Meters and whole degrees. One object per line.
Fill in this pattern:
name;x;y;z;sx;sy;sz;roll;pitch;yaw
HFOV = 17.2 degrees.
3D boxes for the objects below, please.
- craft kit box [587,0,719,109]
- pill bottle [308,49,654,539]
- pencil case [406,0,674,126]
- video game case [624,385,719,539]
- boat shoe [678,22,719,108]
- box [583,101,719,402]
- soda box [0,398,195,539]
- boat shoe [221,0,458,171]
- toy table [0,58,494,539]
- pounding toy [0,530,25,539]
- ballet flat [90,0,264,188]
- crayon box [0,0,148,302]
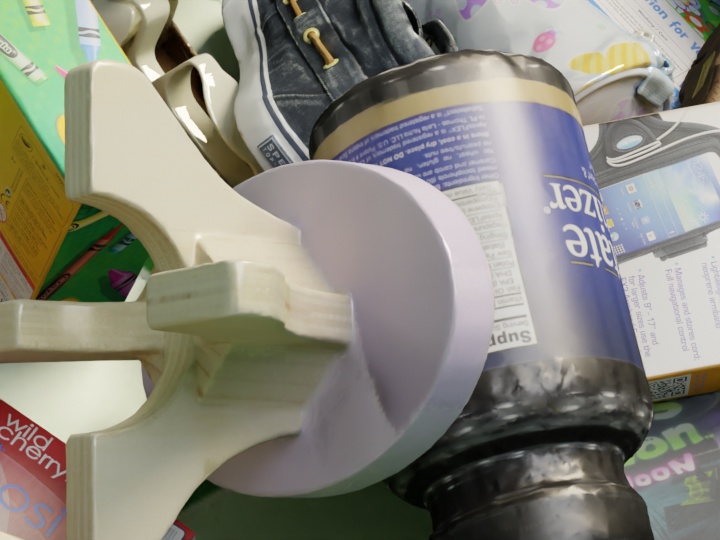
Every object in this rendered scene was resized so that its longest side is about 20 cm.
craft kit box;0.185;-0.141;1.259;0.197;0.049;0.200;-32;74;-34
pill bottle;0.050;0.025;0.925;0.111;0.112;0.201;-2;67;-25
pencil case;0.064;-0.120;1.130;0.083;0.091;0.200;9;32;-45
video game case;0.131;0.074;0.999;0.199;0.023;0.182;-18;39;-8
boat shoe;0.185;-0.057;1.120;0.076;0.072;0.200;35;44;-4
box;0.139;-0.008;1.010;0.199;0.042;0.119;-9;68;-1
soda box;-0.168;0.082;0.923;0.200;0.070;0.063;35;50;1
boat shoe;-0.006;-0.102;1.069;0.071;0.091;0.200;51;13;-24
toy table;-0.058;0.021;0.881;0.117;0.200;0.185;6;68;-39
pounding toy;-0.161;0.135;0.815;0.199;0.184;0.142;23;51;-8
ballet flat;-0.090;-0.088;1.080;0.068;0.067;0.200;-33;74;-37
crayon box;-0.158;-0.080;1.010;0.058;0.119;0.200;-21;68;-34
